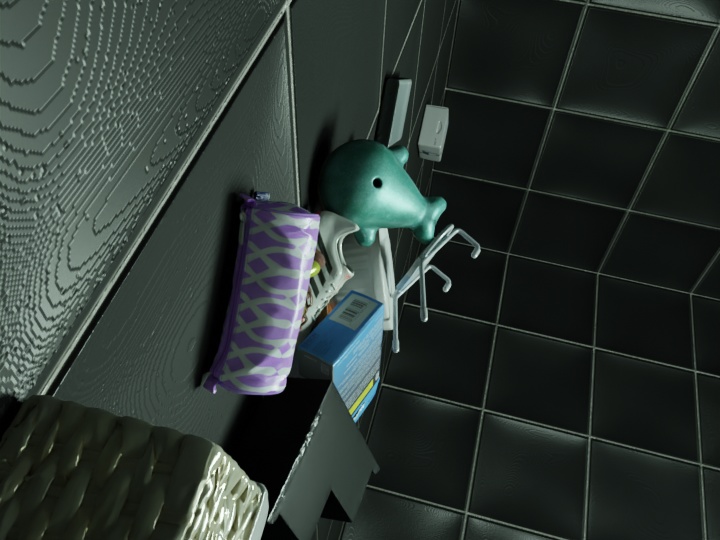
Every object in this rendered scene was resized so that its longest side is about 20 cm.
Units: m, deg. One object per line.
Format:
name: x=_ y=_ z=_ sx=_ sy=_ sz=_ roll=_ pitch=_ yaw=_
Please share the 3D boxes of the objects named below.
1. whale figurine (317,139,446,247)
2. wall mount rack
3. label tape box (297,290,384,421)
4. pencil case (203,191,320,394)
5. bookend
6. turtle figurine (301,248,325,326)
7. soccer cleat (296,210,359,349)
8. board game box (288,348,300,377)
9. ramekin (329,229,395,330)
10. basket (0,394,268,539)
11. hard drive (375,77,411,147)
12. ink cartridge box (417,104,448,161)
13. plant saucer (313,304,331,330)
whale figurine: x=0.038 y=-0.107 z=0.965 sx=0.160 sy=0.199 sz=0.104 roll=-66 pitch=-162 yaw=-5
wall mount rack: x=0.098 y=0.025 z=1.018 sx=0.174 sy=0.075 sz=0.200 roll=-43 pitch=171 yaw=-33
label tape box: x=-0.028 y=0.151 z=0.998 sx=0.143 sy=0.066 sz=0.201 roll=-47 pitch=151 yaw=-42
pencil case: x=-0.097 y=0.024 z=0.671 sx=0.085 sy=0.084 sz=0.201 roll=4 pitch=98 yaw=-46
bookend: x=-0.075 y=0.279 z=0.871 sx=0.200 sy=0.092 sz=0.199 roll=65 pitch=35 yaw=-36
turtle figurine: x=-0.086 y=0.027 z=0.803 sx=0.161 sy=0.064 sz=0.201 roll=-63 pitch=163 yaw=-62
soccer cleat: x=-0.055 y=0.018 z=0.934 sx=0.069 sy=0.085 sz=0.201 roll=-28 pitch=130 yaw=-80
board game box: x=-0.110 y=0.225 z=1.027 sx=0.200 sy=0.043 sz=0.200 roll=87 pitch=16 yaw=-61
ramekin: x=0.000 y=0.000 z=1.108 sx=0.202 sy=0.094 sz=0.203 roll=-6 pitch=90 yaw=-82
basket: x=-0.148 y=0.184 z=0.359 sx=0.124 sy=0.135 sz=0.201 roll=87 pitch=17 yaw=-56
hard drive: x=0.073 y=-0.347 z=1.456 sx=0.200 sy=0.033 sz=0.140 roll=-54 pitch=156 yaw=-70
ink cartridge box: x=0.262 y=-0.488 z=2.392 sx=0.200 sy=0.085 sz=0.147 roll=27 pitch=75 yaw=-81
plant saucer: x=-0.049 y=0.099 z=1.132 sx=0.200 sy=0.032 sz=0.201 roll=-6 pitch=90 yaw=-82
